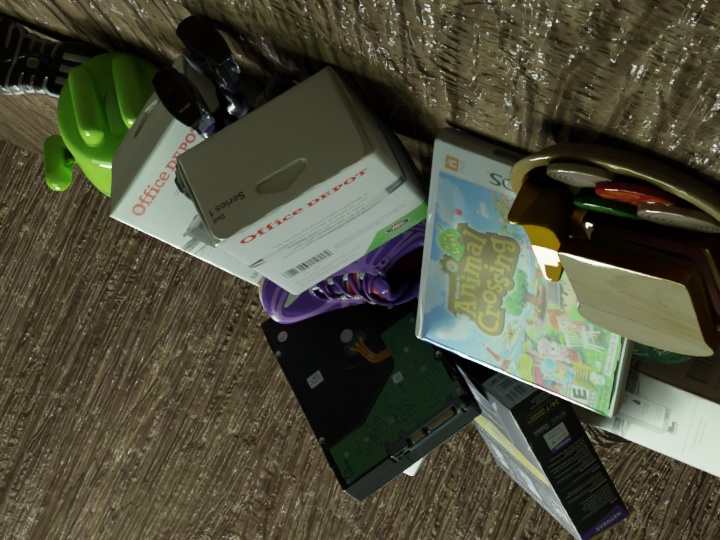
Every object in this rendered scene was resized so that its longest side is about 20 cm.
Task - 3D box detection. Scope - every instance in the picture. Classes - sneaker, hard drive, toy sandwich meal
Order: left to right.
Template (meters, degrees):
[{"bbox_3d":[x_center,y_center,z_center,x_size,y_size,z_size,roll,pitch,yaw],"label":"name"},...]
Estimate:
[{"bbox_3d":[-0.320,-0.200,1.909,0.199,0.076,0.115,21,178,29],"label":"sneaker"},{"bbox_3d":[0.000,0.000,1.612,0.081,0.198,0.084,55,-158,-34],"label":"sneaker"},{"bbox_3d":[0.007,0.087,1.651,0.038,0.139,0.201,41,-165,-52],"label":"hard drive"},{"bbox_3d":[0.183,-0.014,1.279,0.203,0.071,0.205,22,165,6],"label":"toy sandwich meal"}]

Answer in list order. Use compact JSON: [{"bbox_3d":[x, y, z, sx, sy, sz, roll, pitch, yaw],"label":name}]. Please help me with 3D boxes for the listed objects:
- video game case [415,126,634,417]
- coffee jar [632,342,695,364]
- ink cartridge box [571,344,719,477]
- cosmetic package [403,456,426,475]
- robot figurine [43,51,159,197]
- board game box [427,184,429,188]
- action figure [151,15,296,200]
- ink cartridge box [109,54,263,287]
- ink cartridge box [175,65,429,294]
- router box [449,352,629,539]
[{"bbox_3d":[0.131,0.004,1.440,0.181,0.022,0.202,22,132,21],"label":"video game case"},{"bbox_3d":[0.196,0.005,1.532,0.199,0.086,0.104,26,166,-33],"label":"coffee jar"},{"bbox_3d":[0.279,0.089,1.700,0.198,0.083,0.147,22,-144,17],"label":"ink cartridge box"},{"bbox_3d":[0.049,0.085,1.795,0.107,0.201,0.085,27,131,2],"label":"cosmetic package"},{"bbox_3d":[-0.225,-0.136,1.792,0.174,0.117,0.200,-17,164,-1],"label":"robot figurine"},{"bbox_3d":[0.083,-0.033,1.878,0.195,0.056,0.200,26,175,-22],"label":"board game box"},{"bbox_3d":[-0.108,-0.119,1.489,0.069,0.130,0.200,36,174,22],"label":"action figure"},{"bbox_3d":[-0.106,-0.080,1.648,0.199,0.146,0.084,25,-147,-22],"label":"ink cartridge box"},{"bbox_3d":[-0.038,-0.066,1.467,0.085,0.145,0.200,63,-172,19],"label":"ink cartridge box"},{"bbox_3d":[0.145,0.135,1.648,0.158,0.052,0.200,60,172,-25],"label":"router box"}]
